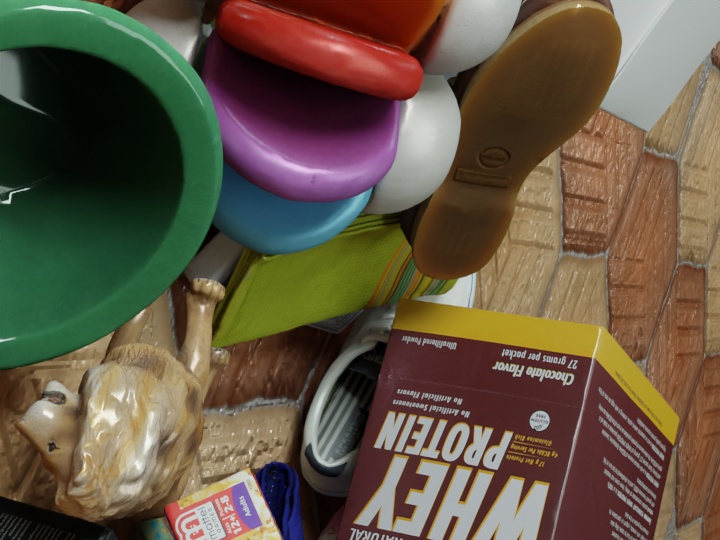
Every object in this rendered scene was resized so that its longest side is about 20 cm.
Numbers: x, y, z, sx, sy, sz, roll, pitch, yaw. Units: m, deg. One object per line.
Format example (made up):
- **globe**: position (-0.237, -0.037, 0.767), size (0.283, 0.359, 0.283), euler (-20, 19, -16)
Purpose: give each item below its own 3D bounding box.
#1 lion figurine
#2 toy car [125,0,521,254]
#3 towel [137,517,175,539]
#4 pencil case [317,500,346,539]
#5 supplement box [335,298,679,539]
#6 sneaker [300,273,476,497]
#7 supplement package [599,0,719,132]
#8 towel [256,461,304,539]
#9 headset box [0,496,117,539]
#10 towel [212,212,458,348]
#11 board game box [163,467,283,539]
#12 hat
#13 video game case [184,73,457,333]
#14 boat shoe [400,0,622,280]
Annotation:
- **lion figurine**: position (-0.101, 0.078, 0.758), size (0.200, 0.072, 0.123), euler (82, 15, -65)
- **toy car**: position (-0.024, -0.094, 0.735), size (0.150, 0.174, 0.200), euler (-93, -158, -53)
- **towel**: position (-0.074, 0.209, 0.832), size (0.022, 0.200, 0.147), euler (-22, 134, -7)
- **pencil case**: position (0.029, 0.156, 1.103), size (0.083, 0.086, 0.200), euler (55, 49, -31)
- **supplement box**: position (0.092, 0.149, 0.989), size (0.197, 0.132, 0.201), euler (41, 61, -58)
- **sneaker**: position (0.023, 0.053, 1.034), size (0.071, 0.073, 0.201), euler (101, 12, -75)
- **supplement package**: position (0.124, -0.197, 0.998), size (0.120, 0.200, 0.121), euler (-53, 157, 13)
- **towel**: position (-0.053, 0.233, 0.950), size (0.148, 0.049, 0.201), euler (-104, -169, -70)
- **headset box**: position (-0.162, 0.232, 0.730), size (0.174, 0.092, 0.200), euler (-58, 148, -37)
- **towel**: position (0.000, 0.000, 0.940), size (0.200, 0.018, 0.086), euler (-13, 142, -43)
- **board game box**: position (-0.029, 0.205, 0.762), size (0.152, 0.046, 0.201), euler (93, -28, -73)
- **hat**: position (-0.157, -0.079, 0.706), size (0.199, 0.176, 0.166), euler (-28, 129, -5)
- **video game case**: position (0.013, -0.046, 0.936), size (0.200, 0.023, 0.182), euler (-44, 156, 12)
- **boat shoe**: position (0.071, -0.083, 0.851), size (0.200, 0.070, 0.071), euler (123, -27, -42)
